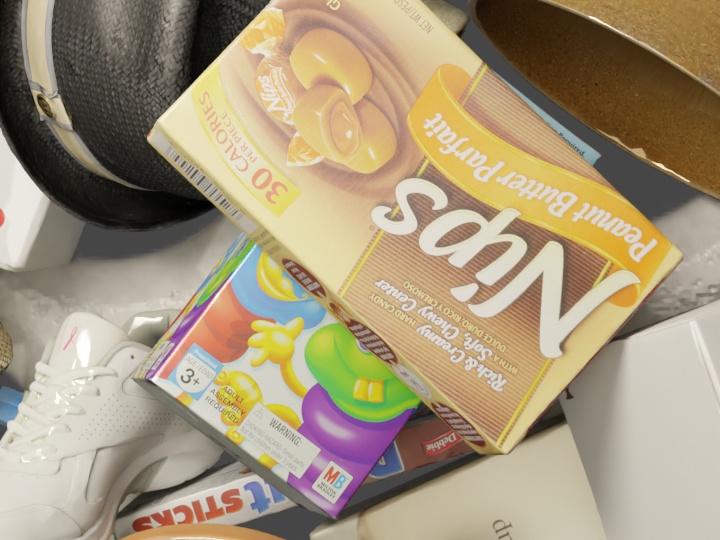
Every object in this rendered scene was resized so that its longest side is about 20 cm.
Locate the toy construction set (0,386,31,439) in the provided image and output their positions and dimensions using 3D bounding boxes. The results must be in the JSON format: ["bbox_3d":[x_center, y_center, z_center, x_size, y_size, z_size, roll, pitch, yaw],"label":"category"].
[{"bbox_3d":[-0.237,0.079,1.136,0.200,0.092,0.131,15,69,3],"label":"toy construction set"}]

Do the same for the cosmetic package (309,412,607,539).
[{"bbox_3d":[0.089,0.129,1.076,0.200,0.073,0.104,-26,87,10],"label":"cosmetic package"}]

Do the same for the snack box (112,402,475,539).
[{"bbox_3d":[-0.021,0.096,1.095,0.200,0.072,0.024,-18,93,11],"label":"snack box"}]

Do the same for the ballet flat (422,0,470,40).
[{"bbox_3d":[0.009,-0.041,1.093,0.062,0.067,0.200,14,94,1],"label":"ballet flat"}]

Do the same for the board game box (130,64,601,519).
[{"bbox_3d":[0.000,0.000,1.010,0.105,0.103,0.200,37,81,-7],"label":"board game box"}]

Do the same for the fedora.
[{"bbox_3d":[-0.077,-0.104,1.039,0.092,0.201,0.201,27,98,46],"label":"fedora"}]

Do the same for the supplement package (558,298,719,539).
[{"bbox_3d":[0.208,0.058,0.979,0.200,0.121,0.120,-18,87,-27],"label":"supplement package"}]

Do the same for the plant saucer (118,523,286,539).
[{"bbox_3d":[-0.066,0.210,1.056,0.200,0.032,0.200,4,111,10],"label":"plant saucer"}]

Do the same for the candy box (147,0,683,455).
[{"bbox_3d":[0.022,-0.031,0.934,0.200,0.055,0.115,44,80,-5],"label":"candy box"}]

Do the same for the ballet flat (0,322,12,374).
[{"bbox_3d":[-0.260,-0.008,1.086,0.200,0.068,0.075,24,134,10],"label":"ballet flat"}]

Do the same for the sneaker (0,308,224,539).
[{"bbox_3d":[-0.140,0.073,1.051,0.078,0.200,0.099,3,111,26],"label":"sneaker"}]

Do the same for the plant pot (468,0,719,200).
[{"bbox_3d":[0.178,-0.155,1.012,0.186,0.186,0.200,31,83,9],"label":"plant pot"}]

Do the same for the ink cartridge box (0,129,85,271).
[{"bbox_3d":[-0.185,-0.117,1.117,0.145,0.084,0.200,23,95,10],"label":"ink cartridge box"}]
